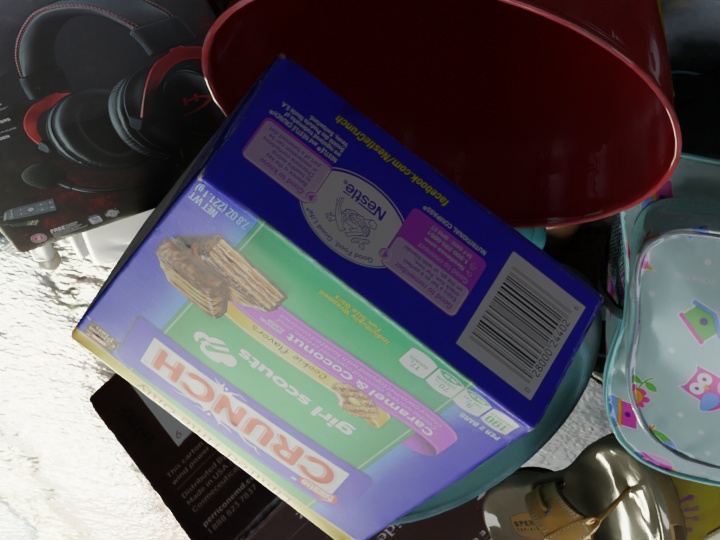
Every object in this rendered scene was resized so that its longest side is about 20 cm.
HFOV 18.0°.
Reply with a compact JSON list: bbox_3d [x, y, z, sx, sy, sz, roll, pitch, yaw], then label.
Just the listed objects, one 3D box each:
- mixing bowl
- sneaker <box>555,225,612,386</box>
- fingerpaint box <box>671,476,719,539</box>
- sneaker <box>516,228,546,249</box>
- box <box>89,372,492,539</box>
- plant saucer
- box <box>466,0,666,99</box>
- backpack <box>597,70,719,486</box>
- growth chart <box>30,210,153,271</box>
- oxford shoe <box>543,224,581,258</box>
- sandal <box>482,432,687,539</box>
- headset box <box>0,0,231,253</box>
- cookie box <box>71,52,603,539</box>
[{"bbox_3d":[0.044,-0.111,0.945,0.199,0.109,0.200,12,157,5],"label":"mixing bowl"},{"bbox_3d":[0.195,0.028,1.293,0.199,0.070,0.109,5,150,29],"label":"sneaker"},{"bbox_3d":[0.211,0.111,1.332,0.199,0.074,0.167,-24,169,-27],"label":"fingerpaint box"},{"bbox_3d":[0.038,-0.026,1.175,0.079,0.078,0.200,20,-178,-15],"label":"sneaker"},{"bbox_3d":[-0.022,0.111,1.376,0.164,0.166,0.200,46,-179,41],"label":"box"},{"bbox_3d":[0.051,0.075,1.230,0.199,0.027,0.201,-24,146,-17],"label":"plant saucer"},{"bbox_3d":[0.042,-0.098,1.082,0.199,0.065,0.070,-5,-171,29],"label":"box"},{"bbox_3d":[0.203,0.021,1.122,0.175,0.154,0.201,7,132,7],"label":"backpack"},{"bbox_3d":[-0.097,-0.045,1.249,0.199,0.018,0.145,-10,154,-11],"label":"growth chart"},{"bbox_3d":[0.098,-0.049,1.209,0.071,0.072,0.200,-12,161,-24],"label":"oxford shoe"},{"bbox_3d":[0.115,0.140,1.249,0.054,0.081,0.200,-27,-178,-28],"label":"sandal"},{"bbox_3d":[-0.129,-0.107,0.995,0.148,0.075,0.200,-18,145,9],"label":"headset box"},{"bbox_3d":[-0.017,0.022,0.981,0.171,0.075,0.200,37,151,-5],"label":"cookie box"}]
